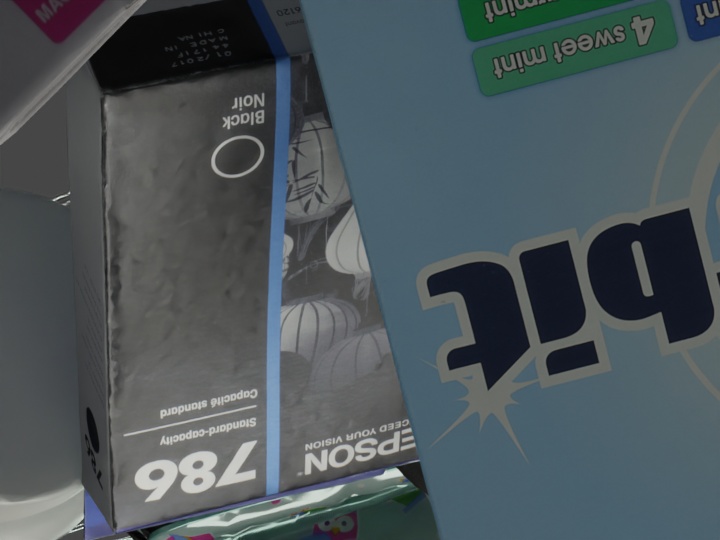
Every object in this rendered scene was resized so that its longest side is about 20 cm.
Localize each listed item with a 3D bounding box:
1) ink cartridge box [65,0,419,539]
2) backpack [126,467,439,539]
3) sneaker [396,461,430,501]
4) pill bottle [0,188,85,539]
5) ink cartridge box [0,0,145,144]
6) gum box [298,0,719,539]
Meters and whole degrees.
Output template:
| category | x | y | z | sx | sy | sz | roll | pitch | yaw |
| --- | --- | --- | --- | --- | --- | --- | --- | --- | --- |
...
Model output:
| category | x | y | z | sx | sy | sz | roll | pitch | yaw |
| --- | --- | --- | --- | --- | --- | --- | --- | --- | --- |
| ink cartridge box | -0.027 | 0.009 | 0.791 | 0.099 | 0.039 | 0.200 | -13 | 136 | -15 |
| backpack | -0.021 | 0.076 | 1.227 | 0.175 | 0.154 | 0.200 | -18 | 179 | -8 |
| sneaker | 0.069 | -0.009 | 1.082 | 0.200 | 0.112 | 0.073 | -45 | -161 | 3 |
| pill bottle | -0.136 | 0.044 | 0.936 | 0.113 | 0.114 | 0.200 | -11 | 170 | -21 |
| ink cartridge box | -0.135 | -0.010 | 0.665 | 0.119 | 0.042 | 0.200 | -49 | -170 | -33 |
| gum box | 0.088 | -0.004 | 0.701 | 0.169 | 0.201 | 0.045 | -15 | -173 | 3 |
